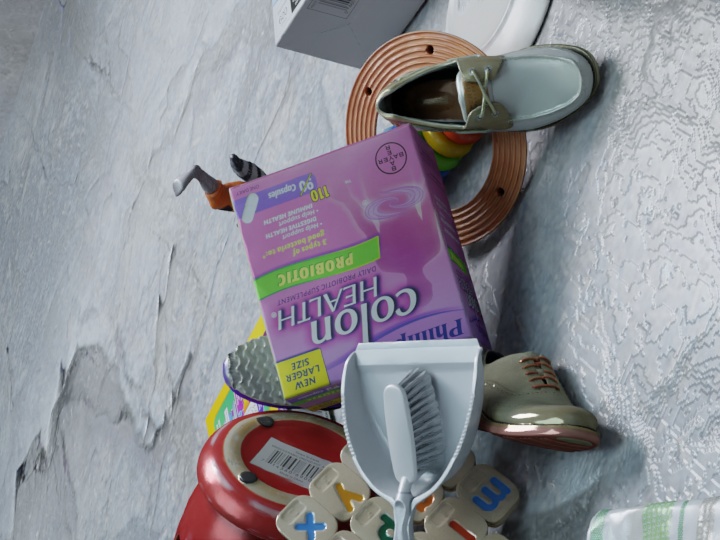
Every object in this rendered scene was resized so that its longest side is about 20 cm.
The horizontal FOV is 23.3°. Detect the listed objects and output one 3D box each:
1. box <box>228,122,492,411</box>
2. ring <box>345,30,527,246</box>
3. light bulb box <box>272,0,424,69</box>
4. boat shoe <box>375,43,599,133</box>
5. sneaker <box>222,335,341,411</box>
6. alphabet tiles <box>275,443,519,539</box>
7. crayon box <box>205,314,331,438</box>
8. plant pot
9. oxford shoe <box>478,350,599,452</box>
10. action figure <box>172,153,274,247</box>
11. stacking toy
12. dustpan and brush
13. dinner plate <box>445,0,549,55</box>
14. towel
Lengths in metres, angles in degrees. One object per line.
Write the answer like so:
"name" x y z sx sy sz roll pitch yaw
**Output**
"box" 0.000 0.000 1.538 0.097 0.175 0.201 33 -140 -72
"ring" 0.070 -0.119 1.596 0.200 0.019 0.202 11 109 34
"light bulb box" -0.004 -0.359 1.864 0.198 0.124 0.201 -50 37 44
"boat shoe" 0.106 -0.150 1.503 0.199 0.068 0.075 -9 94 32
"sneaker" -0.044 0.103 1.644 0.099 0.199 0.070 -39 58 57
"alphabet tiles" 0.035 0.226 1.434 0.195 0.200 0.015 36 158 26
"crayon box" -0.099 0.176 1.878 0.173 0.058 0.200 -62 28 32
"plant pot" -0.067 0.238 1.578 0.201 0.199 0.183 -117 35 -54
"oxford shoe" 0.133 0.102 1.410 0.200 0.070 0.074 9 83 65
"action figure" -0.069 -0.065 1.816 0.199 0.193 0.105 20 104 34
"stacking toy" 0.072 -0.129 1.653 0.200 0.085 0.086 -40 43 45
"dustpan and brush" 0.040 0.160 1.412 0.139 0.057 0.201 -4 93 39
"dinner plate" 0.125 -0.267 1.666 0.200 0.024 0.201 -43 40 52
"towel" 0.217 0.232 1.215 0.200 0.031 0.150 -23 58 60
